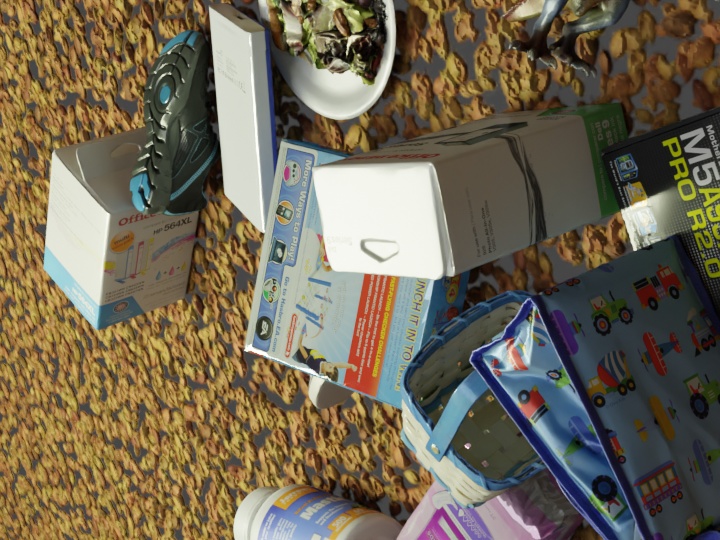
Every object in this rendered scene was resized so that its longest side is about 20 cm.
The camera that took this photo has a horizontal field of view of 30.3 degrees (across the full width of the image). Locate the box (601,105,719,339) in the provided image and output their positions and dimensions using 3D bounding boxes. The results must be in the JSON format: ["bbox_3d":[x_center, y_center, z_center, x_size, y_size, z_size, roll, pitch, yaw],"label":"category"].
[{"bbox_3d":[0.264,-0.014,0.919,0.160,0.044,0.201,-17,93,55],"label":"box"}]

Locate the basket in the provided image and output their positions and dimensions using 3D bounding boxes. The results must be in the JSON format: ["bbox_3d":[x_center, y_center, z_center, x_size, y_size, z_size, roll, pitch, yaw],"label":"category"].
[{"bbox_3d":[0.115,0.091,1.055,0.139,0.176,0.200,49,149,13],"label":"basket"}]

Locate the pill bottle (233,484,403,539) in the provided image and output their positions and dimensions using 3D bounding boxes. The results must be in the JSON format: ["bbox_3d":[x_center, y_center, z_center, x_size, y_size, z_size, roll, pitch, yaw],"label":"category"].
[{"bbox_3d":[-0.047,0.291,1.416,0.199,0.112,0.113,10,114,50],"label":"pill bottle"}]

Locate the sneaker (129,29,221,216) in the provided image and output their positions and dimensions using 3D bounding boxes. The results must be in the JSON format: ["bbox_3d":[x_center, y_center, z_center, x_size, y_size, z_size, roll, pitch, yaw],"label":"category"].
[{"bbox_3d":[-0.188,-0.156,1.426,0.073,0.081,0.201,32,111,49],"label":"sneaker"}]

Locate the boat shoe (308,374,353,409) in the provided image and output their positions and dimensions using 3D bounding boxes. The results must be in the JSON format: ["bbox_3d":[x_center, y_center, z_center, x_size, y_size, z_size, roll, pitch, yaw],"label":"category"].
[{"bbox_3d":[-0.018,0.038,1.298,0.093,0.074,0.201,51,131,30],"label":"boat shoe"}]

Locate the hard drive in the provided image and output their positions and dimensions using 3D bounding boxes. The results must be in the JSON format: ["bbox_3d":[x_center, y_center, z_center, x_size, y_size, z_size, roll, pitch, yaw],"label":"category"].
[{"bbox_3d":[-0.115,-0.154,1.332,0.132,0.025,0.201,-137,40,-58],"label":"hard drive"}]

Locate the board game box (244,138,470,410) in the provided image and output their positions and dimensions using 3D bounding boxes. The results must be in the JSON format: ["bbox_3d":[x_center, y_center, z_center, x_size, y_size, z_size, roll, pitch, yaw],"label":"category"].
[{"bbox_3d":[0.000,0.000,1.182,0.195,0.056,0.202,18,101,36],"label":"board game box"}]

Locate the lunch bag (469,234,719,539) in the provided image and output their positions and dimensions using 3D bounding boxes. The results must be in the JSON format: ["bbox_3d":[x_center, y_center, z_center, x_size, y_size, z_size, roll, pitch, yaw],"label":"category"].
[{"bbox_3d":[0.197,0.097,0.896,0.201,0.150,0.094,59,144,16],"label":"lunch bag"}]

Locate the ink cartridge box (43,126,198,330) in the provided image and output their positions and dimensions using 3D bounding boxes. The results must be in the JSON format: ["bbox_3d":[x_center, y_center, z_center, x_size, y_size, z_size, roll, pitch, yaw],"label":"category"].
[{"bbox_3d":[-0.273,-0.059,1.527,0.125,0.128,0.201,45,138,30],"label":"ink cartridge box"}]

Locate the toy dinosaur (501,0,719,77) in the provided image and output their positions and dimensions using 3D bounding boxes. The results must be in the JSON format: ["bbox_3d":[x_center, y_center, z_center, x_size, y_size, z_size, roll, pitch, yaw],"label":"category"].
[{"bbox_3d":[0.167,-0.227,0.915,0.200,0.104,0.182,48,120,46],"label":"toy dinosaur"}]

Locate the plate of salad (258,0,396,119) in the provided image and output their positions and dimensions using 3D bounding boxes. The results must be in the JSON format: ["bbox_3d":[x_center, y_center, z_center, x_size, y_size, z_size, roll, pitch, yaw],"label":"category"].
[{"bbox_3d":[-0.041,-0.234,1.209,0.199,0.048,0.202,26,125,44],"label":"plate of salad"}]

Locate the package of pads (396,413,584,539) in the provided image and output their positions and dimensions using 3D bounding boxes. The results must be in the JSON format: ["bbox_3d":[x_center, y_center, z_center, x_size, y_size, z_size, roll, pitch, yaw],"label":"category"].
[{"bbox_3d":[0.114,0.231,1.208,0.121,0.075,0.201,54,141,25],"label":"package of pads"}]

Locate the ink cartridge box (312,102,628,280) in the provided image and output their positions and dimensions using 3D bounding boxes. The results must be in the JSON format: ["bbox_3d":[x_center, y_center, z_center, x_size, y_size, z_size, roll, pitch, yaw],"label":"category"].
[{"bbox_3d":[0.086,-0.062,0.995,0.145,0.199,0.085,2,108,51],"label":"ink cartridge box"}]
